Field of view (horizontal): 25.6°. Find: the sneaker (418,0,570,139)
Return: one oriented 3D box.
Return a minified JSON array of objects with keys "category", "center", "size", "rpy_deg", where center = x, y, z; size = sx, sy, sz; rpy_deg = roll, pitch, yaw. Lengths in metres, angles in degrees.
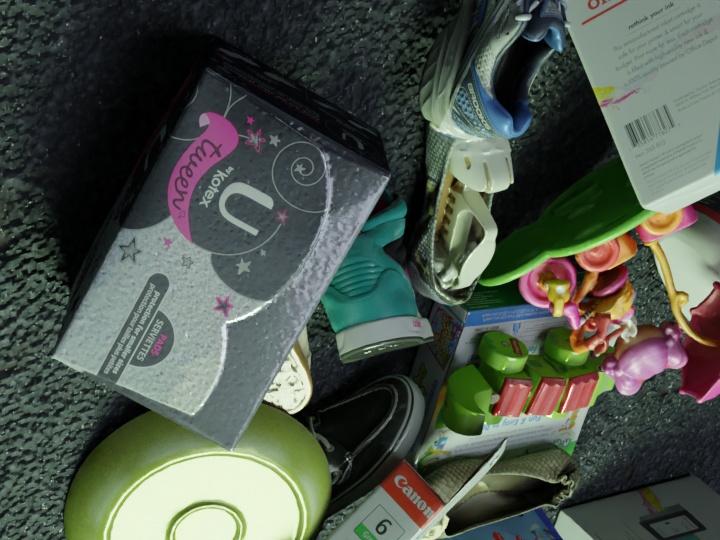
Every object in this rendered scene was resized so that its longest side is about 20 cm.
[{"category":"sneaker","center":[0.107,-0.180,1.050],"size":[0.076,0.085,0.203],"rpy_deg":[2,104,-41]}]

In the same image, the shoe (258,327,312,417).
[{"category":"shoe","center":[-0.075,0.013,1.093],"size":[0.069,0.054,0.202],"rpy_deg":[-9,128,0]}]

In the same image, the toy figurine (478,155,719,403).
[{"category":"toy figurine","center":[0.218,0.027,1.232],"size":[0.199,0.150,0.185],"rpy_deg":[-30,106,9]}]

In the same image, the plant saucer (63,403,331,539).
[{"category":"plant saucer","center":[-0.114,0.181,1.147],"size":[0.197,0.031,0.202],"rpy_deg":[-8,125,-11]}]

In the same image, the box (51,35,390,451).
[{"category":"box","center":[-0.086,-0.018,0.968],"size":[0.131,0.115,0.201],"rpy_deg":[28,103,-12]}]

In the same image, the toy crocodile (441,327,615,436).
[{"category":"toy crocodile","center":[0.140,0.091,1.261],"size":[0.198,0.062,0.068],"rpy_deg":[-2,123,-40]}]

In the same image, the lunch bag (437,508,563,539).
[{"category":"lunch bag","center":[0.132,0.286,1.363],"size":[0.149,0.200,0.095],"rpy_deg":[-3,123,-39]}]

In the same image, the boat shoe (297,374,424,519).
[{"category":"boat shoe","center":[-0.036,0.148,1.210],"size":[0.200,0.071,0.064],"rpy_deg":[-42,139,-3]}]

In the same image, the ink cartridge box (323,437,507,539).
[{"category":"ink cartridge box","center":[0.027,0.188,1.212],"size":[0.200,0.050,0.109],"rpy_deg":[-45,170,-5]}]

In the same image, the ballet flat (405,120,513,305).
[{"category":"ballet flat","center":[0.080,-0.060,1.151],"size":[0.071,0.072,0.202],"rpy_deg":[-13,128,-33]}]

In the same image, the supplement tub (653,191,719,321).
[{"category":"supplement tub","center":[0.365,-0.036,1.360],"size":[0.199,0.140,0.141],"rpy_deg":[-34,138,-14]}]

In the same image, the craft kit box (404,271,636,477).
[{"category":"craft kit box","center":[0.122,0.099,1.331],"size":[0.198,0.048,0.200],"rpy_deg":[-4,121,-39]}]

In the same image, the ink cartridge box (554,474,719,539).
[{"category":"ink cartridge box","center":[0.291,0.317,1.567],"size":[0.198,0.146,0.148],"rpy_deg":[-7,125,-37]}]

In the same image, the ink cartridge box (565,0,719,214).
[{"category":"ink cartridge box","center":[0.217,-0.155,1.100],"size":[0.114,0.202,0.068],"rpy_deg":[-25,168,24]}]

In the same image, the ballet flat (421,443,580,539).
[{"category":"ballet flat","center":[0.109,0.190,1.324],"size":[0.198,0.046,0.068],"rpy_deg":[-8,125,-36]}]

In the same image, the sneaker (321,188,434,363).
[{"category":"sneaker","center":[0.000,0.000,1.121],"size":[0.083,0.122,0.200],"rpy_deg":[-13,175,0]}]
